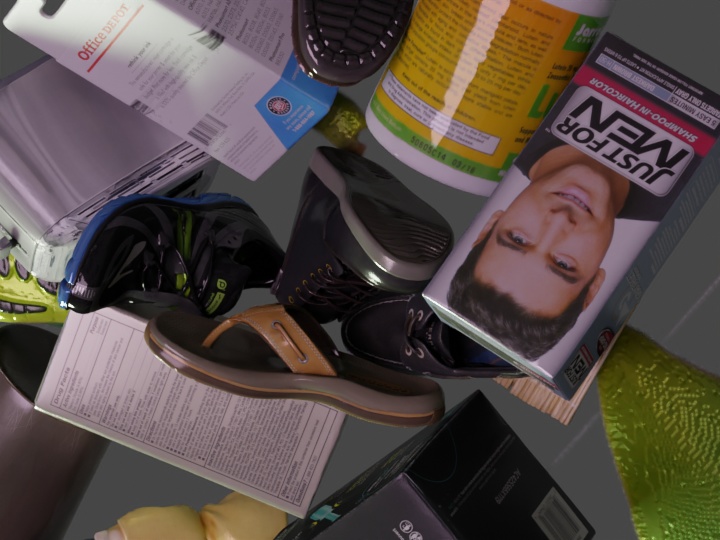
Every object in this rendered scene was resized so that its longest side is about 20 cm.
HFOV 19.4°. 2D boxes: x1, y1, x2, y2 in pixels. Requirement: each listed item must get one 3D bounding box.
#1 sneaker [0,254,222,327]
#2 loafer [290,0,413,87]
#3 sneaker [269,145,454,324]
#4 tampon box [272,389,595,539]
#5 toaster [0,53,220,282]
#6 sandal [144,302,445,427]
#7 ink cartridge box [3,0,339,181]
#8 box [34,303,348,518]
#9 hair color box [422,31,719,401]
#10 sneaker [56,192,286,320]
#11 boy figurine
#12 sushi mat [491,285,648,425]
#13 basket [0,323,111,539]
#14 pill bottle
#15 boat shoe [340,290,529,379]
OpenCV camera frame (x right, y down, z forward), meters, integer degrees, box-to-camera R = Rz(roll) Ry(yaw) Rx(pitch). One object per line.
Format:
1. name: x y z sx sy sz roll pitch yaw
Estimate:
1. sneaker: -0.184 0.018 1.515 0.200 0.084 0.074 18 105 7
2. loafer: -0.007 -0.188 1.347 0.073 0.200 0.071 16 143 -11
3. sneaker: 0.000 0.000 1.357 0.075 0.200 0.106 15 106 -17
4. tampon box: 0.023 0.200 1.369 0.200 0.150 0.126 -39 91 29
5. toaster: -0.186 -0.085 1.453 0.129 0.200 0.114 52 155 8
6. sandal: -0.038 0.051 1.356 0.200 0.080 0.054 14 108 -3
7. ink cartridge box: -0.118 -0.155 1.375 0.200 0.067 0.116 32 145 -15
8. box: -0.109 0.081 1.435 0.200 0.078 0.095 24 105 1
9. hair color box: 0.138 -0.033 1.280 0.099 0.061 0.200 33 84 21
10. sneaker: -0.119 -0.006 1.397 0.083 0.200 0.071 39 118 26
11. boy figurine: -0.145 0.207 1.505 0.200 0.124 0.064 -14 62 1
12. sushi mat: 0.141 -0.004 1.359 0.096 0.012 0.200 36 113 21
13. basket: -0.273 0.150 1.554 0.180 0.136 0.200 39 111 0
14. pill bottle: 0.092 -0.156 1.306 0.111 0.111 0.200 35 113 20
15. boat shoe: 0.062 0.038 1.371 0.200 0.057 0.069 -1 92 37
